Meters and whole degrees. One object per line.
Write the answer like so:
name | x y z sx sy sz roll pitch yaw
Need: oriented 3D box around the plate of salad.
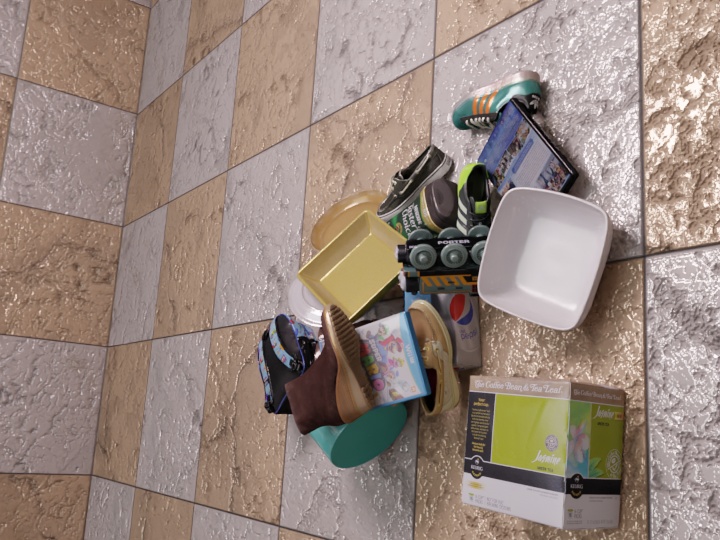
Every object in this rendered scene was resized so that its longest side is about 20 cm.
plate of salad | -0.048 0.046 1.532 0.201 0.198 0.048 -123 14 -46

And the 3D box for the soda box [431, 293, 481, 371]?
soda box | 0.171 0.077 1.381 0.068 0.063 0.203 -21 64 50

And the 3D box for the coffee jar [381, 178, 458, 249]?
coffee jar | 0.121 -0.088 1.484 0.200 0.084 0.106 -41 48 41

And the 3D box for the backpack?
backpack | -0.155 0.209 1.751 0.183 0.133 0.201 -56 41 29

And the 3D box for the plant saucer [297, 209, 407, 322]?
plant saucer | 0.000 0.000 1.462 0.200 0.049 0.200 -42 43 -5

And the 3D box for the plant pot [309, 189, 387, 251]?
plant pot | -0.018 -0.101 1.659 0.198 0.028 0.201 -22 35 16

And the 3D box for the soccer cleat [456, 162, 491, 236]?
soccer cleat | 0.204 -0.091 1.350 0.081 0.066 0.203 150 116 -85

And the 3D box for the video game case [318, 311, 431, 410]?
video game case | 0.021 0.168 1.328 0.198 0.018 0.145 -22 78 34

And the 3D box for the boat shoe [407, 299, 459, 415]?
boat shoe | 0.117 0.153 1.311 0.074 0.066 0.203 -11 98 48

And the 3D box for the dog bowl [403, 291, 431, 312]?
dog bowl | 0.105 0.107 1.413 0.112 0.049 0.203 -88 -2 -68

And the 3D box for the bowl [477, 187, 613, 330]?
bowl | 0.296 -0.020 1.195 0.198 0.074 0.203 21 100 40

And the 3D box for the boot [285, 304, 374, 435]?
boot | -0.073 0.177 1.329 0.165 0.072 0.203 -23 82 30

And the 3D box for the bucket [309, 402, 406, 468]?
bucket | -0.016 0.272 1.479 0.135 0.205 0.209 48 119 37

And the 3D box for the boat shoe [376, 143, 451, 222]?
boat shoe | 0.093 -0.177 1.538 0.200 0.063 0.071 -43 27 25

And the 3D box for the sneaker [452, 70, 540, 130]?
sneaker | 0.241 -0.288 1.381 0.199 0.071 0.081 -21 60 50

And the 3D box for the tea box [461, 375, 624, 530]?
tea box | 0.267 0.261 1.126 0.199 0.132 0.200 -5 77 54

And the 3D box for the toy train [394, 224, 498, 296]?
toy train | 0.158 -0.010 1.306 0.086 0.197 0.115 -92 -1 -61

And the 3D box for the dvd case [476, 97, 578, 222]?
dvd case | 0.278 -0.175 1.292 0.201 0.017 0.144 62 143 34

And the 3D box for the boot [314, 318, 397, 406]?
boot | -0.003 0.173 1.412 0.201 0.164 0.073 -87 -9 -49
